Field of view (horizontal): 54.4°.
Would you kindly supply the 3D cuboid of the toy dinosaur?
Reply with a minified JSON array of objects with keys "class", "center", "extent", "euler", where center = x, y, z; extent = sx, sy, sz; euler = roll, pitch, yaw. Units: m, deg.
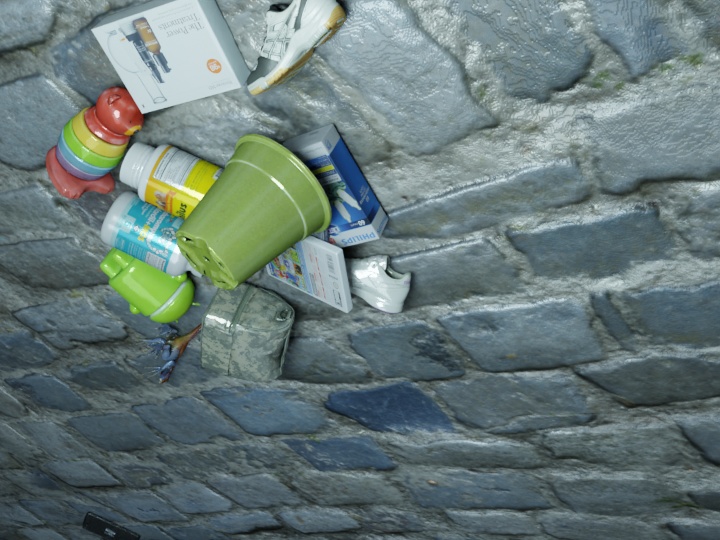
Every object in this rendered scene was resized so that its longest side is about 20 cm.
[{"class":"toy dinosaur","center":[-0.430,0.199,1.603],"extent":[0.200,0.105,0.182],"euler":[-3,151,6]}]

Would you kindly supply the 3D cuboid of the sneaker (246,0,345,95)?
[{"class":"sneaker","center":[-0.109,-0.339,1.021],"extent":[0.200,0.076,0.088],"euler":[-35,98,35]}]

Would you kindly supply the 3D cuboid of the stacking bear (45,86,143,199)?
[{"class":"stacking bear","center":[-0.444,-0.231,1.202],"extent":[0.200,0.121,0.114],"euler":[-39,84,30]}]

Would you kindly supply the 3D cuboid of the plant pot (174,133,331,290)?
[{"class":"plant pot","center":[-0.181,-0.075,1.094],"extent":[0.200,0.190,0.200],"euler":[32,153,18]}]

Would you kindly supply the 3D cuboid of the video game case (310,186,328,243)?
[{"class":"video game case","center":[-0.116,-0.105,1.194],"extent":[0.143,0.019,0.200],"euler":[32,152,18]}]

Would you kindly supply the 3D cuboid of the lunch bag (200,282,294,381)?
[{"class":"lunch bag","center":[-0.225,0.130,1.426],"extent":[0.168,0.139,0.200],"euler":[20,135,2]}]

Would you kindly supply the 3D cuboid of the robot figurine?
[{"class":"robot figurine","center":[-0.421,0.025,1.416],"extent":[0.175,0.116,0.200],"euler":[-33,115,29]}]

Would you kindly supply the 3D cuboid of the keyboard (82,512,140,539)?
[{"class":"keyboard","center":[-0.867,0.904,2.435],"extent":[0.200,0.040,0.104],"euler":[29,110,-6]}]

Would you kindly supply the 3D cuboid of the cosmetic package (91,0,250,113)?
[{"class":"cosmetic package","center":[-0.292,-0.339,1.089],"extent":[0.200,0.052,0.151],"euler":[-7,130,25]}]

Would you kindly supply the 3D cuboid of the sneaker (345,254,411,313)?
[{"class":"sneaker","center":[0.000,0.000,1.293],"extent":[0.200,0.075,0.100],"euler":[24,110,2]}]

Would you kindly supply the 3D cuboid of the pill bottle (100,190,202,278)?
[{"class":"pill bottle","center":[-0.376,-0.061,1.327],"extent":[0.200,0.111,0.111],"euler":[26,134,-6]}]

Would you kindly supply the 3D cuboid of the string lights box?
[{"class":"string lights box","center":[-0.047,-0.136,1.177],"extent":[0.103,0.059,0.200],"euler":[-13,125,32]}]

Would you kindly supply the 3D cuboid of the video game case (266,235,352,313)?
[{"class":"video game case","center":[-0.104,-0.014,1.257],"extent":[0.200,0.018,0.143],"euler":[24,141,31]}]

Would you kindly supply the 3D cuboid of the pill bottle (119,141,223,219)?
[{"class":"pill bottle","center":[-0.309,-0.149,1.224],"extent":[0.200,0.109,0.109],"euler":[24,134,-3]}]
